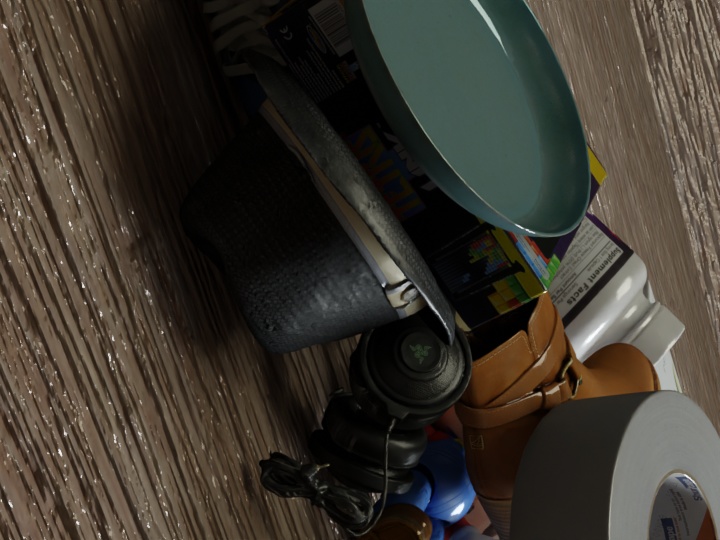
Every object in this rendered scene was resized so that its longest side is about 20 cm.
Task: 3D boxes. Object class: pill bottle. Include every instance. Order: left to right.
[{"bbox_3d":[0.143,0.004,1.363,0.200,0.111,0.111,44,17,4],"label":"pill bottle"}]

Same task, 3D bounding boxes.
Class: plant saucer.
[{"bbox_3d":[0.052,-0.103,0.942,0.200,0.027,0.201,38,37,-36],"label":"plant saucer"}]

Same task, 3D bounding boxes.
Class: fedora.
[{"bbox_3d":[-0.034,-0.017,0.937,0.201,0.091,0.201,55,-1,2],"label":"fedora"}]

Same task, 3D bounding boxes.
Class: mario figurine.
[{"bbox_3d":[0.064,0.122,1.168,0.200,0.106,0.124,-67,177,-51],"label":"mario figurine"}]

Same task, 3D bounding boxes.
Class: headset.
[{"bbox_3d":[0.003,0.073,1.033,0.200,0.094,0.124,-73,-173,-55],"label":"headset"}]

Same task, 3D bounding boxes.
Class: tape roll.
[{"bbox_3d":[0.164,0.173,1.075,0.200,0.066,0.201,17,69,-54],"label":"tape roll"}]

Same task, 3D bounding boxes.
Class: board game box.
[{"bbox_3d":[0.048,-0.092,1.008,0.200,0.057,0.165,56,29,-11],"label":"board game box"}]

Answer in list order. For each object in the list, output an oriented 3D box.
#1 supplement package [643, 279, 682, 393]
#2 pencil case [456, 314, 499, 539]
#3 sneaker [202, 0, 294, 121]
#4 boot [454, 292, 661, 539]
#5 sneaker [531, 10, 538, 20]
[{"bbox_3d":[0.194,0.142,1.514,0.152,0.150,0.200,-76,150,-57],"label":"supplement package"},{"bbox_3d":[0.086,0.123,1.293,0.078,0.089,0.201,26,50,-45],"label":"pencil case"},{"bbox_3d":[-0.074,-0.160,0.997,0.146,0.080,0.201,-8,94,-61],"label":"sneaker"},{"bbox_3d":[0.121,0.065,1.156,0.200,0.077,0.156,-43,125,-37],"label":"boot"},{"bbox_3d":[0.078,-0.067,1.145,0.200,0.083,0.121,-51,121,-35],"label":"sneaker"}]
